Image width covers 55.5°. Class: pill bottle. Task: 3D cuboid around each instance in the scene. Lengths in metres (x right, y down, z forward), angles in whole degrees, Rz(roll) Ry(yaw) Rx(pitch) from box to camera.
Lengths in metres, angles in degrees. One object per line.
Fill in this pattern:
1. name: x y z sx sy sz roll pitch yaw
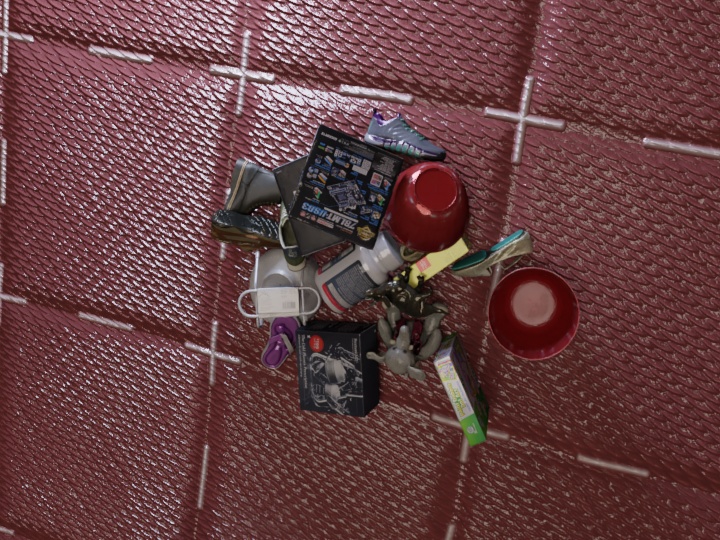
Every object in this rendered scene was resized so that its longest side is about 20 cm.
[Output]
1. pill bottle: 0.000 0.000 1.609 0.197 0.119 0.121 -33 91 19

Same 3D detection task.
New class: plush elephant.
1. plush elephant: 0.103 0.173 1.592 0.160 0.155 0.207 12 103 13

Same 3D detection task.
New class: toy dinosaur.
1. toy dinosaur: 0.110 0.061 1.549 0.195 0.077 0.104 23 119 2

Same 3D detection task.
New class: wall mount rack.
1. wall mount rack: -0.188 0.042 1.606 0.193 0.075 0.180 -3 93 2

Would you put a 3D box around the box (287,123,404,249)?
1. box: -0.031 -0.173 1.432 0.195 0.050 0.204 20 91 -7

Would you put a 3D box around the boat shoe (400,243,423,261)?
1. boat shoe: 0.165 -0.103 1.564 0.200 0.063 0.073 -45 86 7

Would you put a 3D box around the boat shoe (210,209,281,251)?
1. boat shoe: -0.270 -0.087 1.660 0.194 0.077 0.075 16 127 -13

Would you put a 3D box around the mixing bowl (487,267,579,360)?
1. mixing bowl: 0.384 0.086 1.524 0.193 0.108 0.207 3 100 15

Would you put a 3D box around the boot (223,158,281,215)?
1. boot: -0.259 -0.156 1.682 0.134 0.078 0.206 16 109 3

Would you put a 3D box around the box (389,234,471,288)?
1. box: 0.163 -0.016 1.586 0.198 0.075 0.051 -34 90 19

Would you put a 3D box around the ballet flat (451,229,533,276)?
1. ballet flat: 0.300 -0.021 1.553 0.196 0.068 0.063 -28 102 19

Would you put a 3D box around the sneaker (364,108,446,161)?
1. sneaker: 0.106 -0.308 1.551 0.194 0.074 0.090 16 98 12

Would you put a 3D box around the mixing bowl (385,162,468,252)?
1. mixing bowl: 0.153 -0.153 1.476 0.193 0.109 0.207 2 73 -6

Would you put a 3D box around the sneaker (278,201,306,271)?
1. sneaker: -0.158 -0.108 1.600 0.065 0.091 0.206 -7 62 1

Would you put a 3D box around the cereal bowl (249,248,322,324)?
1. cereal bowl: -0.190 0.045 1.690 0.193 0.083 0.207 3 101 14

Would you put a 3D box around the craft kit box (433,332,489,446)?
1. craft kit box: 0.233 0.263 1.552 0.047 0.197 0.205 -23 94 18

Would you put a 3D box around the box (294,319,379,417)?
1. box: -0.055 0.234 1.662 0.177 0.104 0.207 1 100 24

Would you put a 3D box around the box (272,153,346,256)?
1. box: -0.089 -0.157 1.563 0.120 0.198 0.206 -17 95 17

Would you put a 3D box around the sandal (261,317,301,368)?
1. sandal: -0.197 0.185 1.699 0.080 0.051 0.206 15 131 -9
